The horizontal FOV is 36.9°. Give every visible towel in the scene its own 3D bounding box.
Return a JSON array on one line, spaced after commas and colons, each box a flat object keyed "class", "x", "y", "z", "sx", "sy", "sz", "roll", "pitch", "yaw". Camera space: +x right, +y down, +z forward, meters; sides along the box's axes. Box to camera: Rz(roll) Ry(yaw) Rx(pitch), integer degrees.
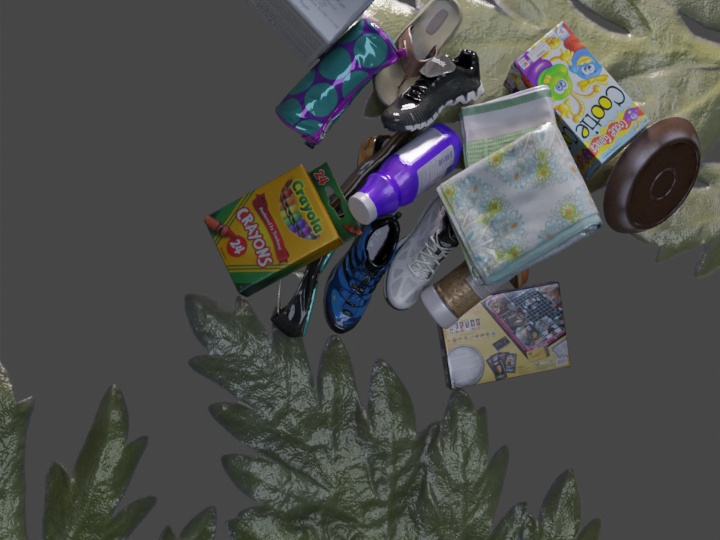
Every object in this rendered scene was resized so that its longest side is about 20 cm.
[{"class": "towel", "x": 0.220, "y": -0.090, "z": 1.521, "sx": 0.199, "sy": 0.048, "sz": 0.173, "roll": -29, "pitch": 71, "yaw": 18}, {"class": "towel", "x": 0.218, "y": -0.160, "z": 1.575, "sx": 0.148, "sy": 0.031, "sz": 0.202, "roll": -13, "pitch": 73, "yaw": 29}]

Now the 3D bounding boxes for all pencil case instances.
[{"class": "pencil case", "x": -0.030, "y": -0.276, "z": 1.591, "sx": 0.200, "sy": 0.085, "sz": 0.092, "roll": -47, "pitch": 65, "yaw": 2}]

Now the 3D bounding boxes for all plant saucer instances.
[{"class": "plant saucer", "x": 0.458, "y": -0.139, "z": 1.667, "sx": 0.199, "sy": 0.032, "sz": 0.202, "roll": -22, "pitch": 133, "yaw": -25}]

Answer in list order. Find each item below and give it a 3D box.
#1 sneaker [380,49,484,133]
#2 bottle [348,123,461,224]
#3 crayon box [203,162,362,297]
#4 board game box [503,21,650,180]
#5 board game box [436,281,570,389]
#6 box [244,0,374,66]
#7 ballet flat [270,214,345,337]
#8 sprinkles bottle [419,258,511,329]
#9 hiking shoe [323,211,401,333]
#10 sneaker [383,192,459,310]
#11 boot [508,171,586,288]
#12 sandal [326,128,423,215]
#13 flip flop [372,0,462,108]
[{"class": "sneaker", "x": 0.106, "y": -0.274, "z": 1.600, "sx": 0.199, "sy": 0.066, "sz": 0.091, "roll": -29, "pitch": 137, "yaw": -29}, {"class": "bottle", "x": 0.065, "y": -0.139, "z": 1.597, "sx": 0.065, "sy": 0.084, "sz": 0.200, "roll": 39, "pitch": 59, "yaw": 21}, {"class": "crayon box", "x": -0.113, "y": -0.065, "z": 1.575, "sx": 0.199, "sy": 0.051, "sz": 0.128, "roll": -29, "pitch": 77, "yaw": 4}, {"class": "board game box", "x": 0.325, "y": -0.255, "z": 1.635, "sx": 0.105, "sy": 0.103, "sz": 0.200, "roll": -39, "pitch": 84, "yaw": -6}, {"class": "board game box", "x": 0.223, "y": 0.100, "z": 1.692, "sx": 0.198, "sy": 0.035, "sz": 0.137, "roll": -9, "pitch": 94, "yaw": -10}, {"class": "box", "x": -0.088, "y": -0.402, "z": 1.526, "sx": 0.105, "sy": 0.200, "sz": 0.184, "roll": -46, "pitch": 99, "yaw": -7}, {"class": "ballet flat", "x": -0.081, "y": 0.001, "z": 1.617, "sx": 0.068, "sy": 0.068, "sz": 0.202, "roll": 22, "pitch": 88, "yaw": -1}, {"class": "sprinkles bottle", "x": 0.184, "y": 0.003, "z": 1.604, "sx": 0.199, "sy": 0.068, "sz": 0.068, "roll": -38, "pitch": 99, "yaw": 10}, {"class": "hiking shoe", "x": 0.000, "y": 0.000, "z": 1.619, "sx": 0.074, "sy": 0.087, "sz": 0.202, "roll": 22, "pitch": 89, "yaw": -11}, {"class": "sneaker", "x": 0.101, "y": -0.031, "z": 1.622, "sx": 0.075, "sy": 0.115, "sz": 0.202, "roll": 28, "pitch": 87, "yaw": -10}, {"class": "boot", "x": 0.285, "y": -0.081, "z": 1.679, "sx": 0.153, "sy": 0.074, "sz": 0.202, "roll": -10, "pitch": 99, "yaw": -16}, {"class": "sandal", "x": 0.014, "y": -0.164, "z": 1.631, "sx": 0.200, "sy": 0.082, "sz": 0.055, "roll": -43, "pitch": 74, "yaw": -1}, {"class": "flip flop", "x": 0.089, "y": -0.333, "z": 1.635, "sx": 0.081, "sy": 0.058, "sz": 0.201, "roll": 38, "pitch": 86, "yaw": -10}]
